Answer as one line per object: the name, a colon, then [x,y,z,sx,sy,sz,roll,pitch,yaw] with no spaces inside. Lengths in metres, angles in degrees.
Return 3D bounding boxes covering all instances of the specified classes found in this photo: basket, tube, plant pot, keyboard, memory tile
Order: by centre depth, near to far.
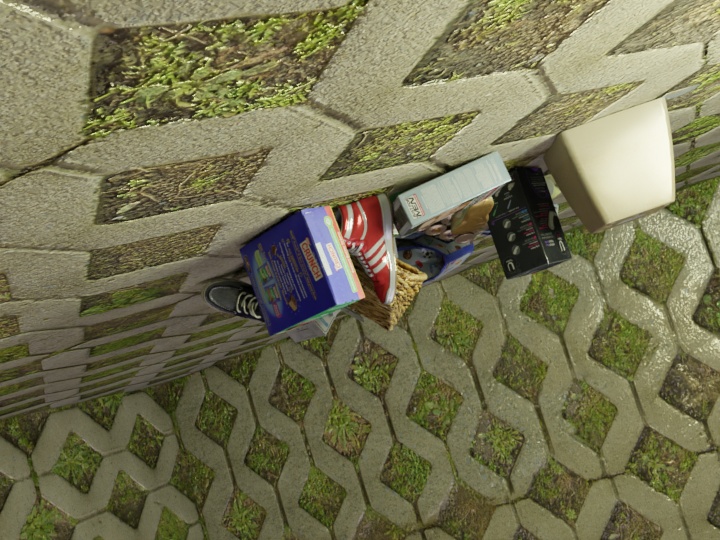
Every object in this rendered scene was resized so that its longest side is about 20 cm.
plant pot: [0.473,-0.179,1.582,0.196,0.180,0.200,-18,173,2]
basket: [0.018,-0.009,1.663,0.150,0.198,0.143,-53,162,-23]
keyboard: [-0.079,0.049,1.689,0.011,0.198,0.056,-59,-163,-2]
memory tile: [0.211,-0.108,1.835,0.198,0.017,0.152,11,148,-43]
tube: [0.430,-0.182,1.995,0.052,0.058,0.200,-59,170,8]

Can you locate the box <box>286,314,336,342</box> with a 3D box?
box: [-0.091,0.061,1.953,0.116,0.060,0.202,-19,-146,44]

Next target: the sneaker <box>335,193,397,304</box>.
sneaker: [0.004,-0.030,1.513,0.110,0.204,0.071,-11,-160,-15]

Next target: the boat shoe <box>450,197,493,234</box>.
boat shoe: [0.217,-0.129,1.701,0.072,0.070,0.200,-11,165,-11]

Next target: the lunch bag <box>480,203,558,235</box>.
lunch bag: [0.351,-0.118,1.979,0.158,0.077,0.199,-5,-179,-26]

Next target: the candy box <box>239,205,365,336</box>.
candy box: [-0.105,0.003,1.480,0.076,0.172,0.199,-16,174,-43]

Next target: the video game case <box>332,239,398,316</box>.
video game case: [0.000,0.000,1.844,0.200,0.018,0.144,-42,155,-13]

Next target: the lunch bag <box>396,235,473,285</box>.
lunch bag: [0.162,-0.030,2.097,0.197,0.126,0.169,-12,-173,36]

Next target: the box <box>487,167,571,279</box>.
box: [0.333,-0.097,1.744,0.105,0.203,0.121,-23,171,37]

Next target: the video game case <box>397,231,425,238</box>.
video game case: [0.170,-0.116,1.911,0.197,0.024,0.181,-23,173,22]

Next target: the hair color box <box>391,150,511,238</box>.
hair color box: [0.153,-0.131,1.489,0.197,0.061,0.099,-25,174,-12]

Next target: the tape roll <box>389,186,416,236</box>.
tape roll: [0.091,-0.111,1.631,0.197,0.049,0.200,-19,174,-2]

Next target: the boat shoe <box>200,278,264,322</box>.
boat shoe: [-0.228,0.065,1.771,0.196,0.076,0.093,11,-177,-20]
